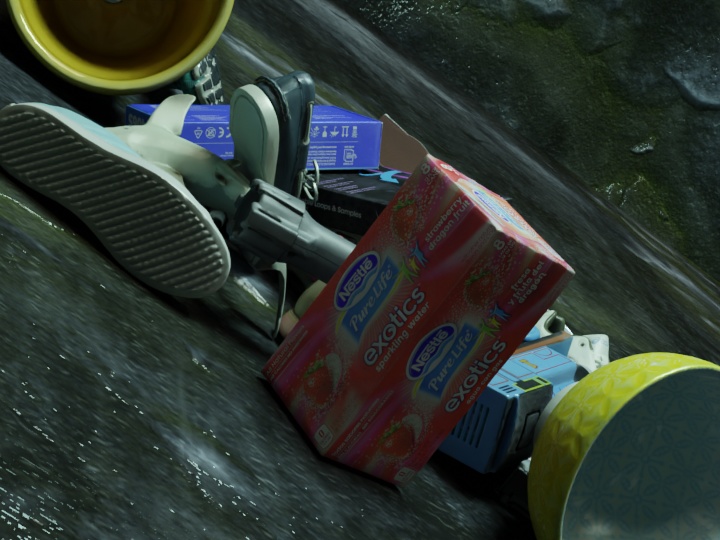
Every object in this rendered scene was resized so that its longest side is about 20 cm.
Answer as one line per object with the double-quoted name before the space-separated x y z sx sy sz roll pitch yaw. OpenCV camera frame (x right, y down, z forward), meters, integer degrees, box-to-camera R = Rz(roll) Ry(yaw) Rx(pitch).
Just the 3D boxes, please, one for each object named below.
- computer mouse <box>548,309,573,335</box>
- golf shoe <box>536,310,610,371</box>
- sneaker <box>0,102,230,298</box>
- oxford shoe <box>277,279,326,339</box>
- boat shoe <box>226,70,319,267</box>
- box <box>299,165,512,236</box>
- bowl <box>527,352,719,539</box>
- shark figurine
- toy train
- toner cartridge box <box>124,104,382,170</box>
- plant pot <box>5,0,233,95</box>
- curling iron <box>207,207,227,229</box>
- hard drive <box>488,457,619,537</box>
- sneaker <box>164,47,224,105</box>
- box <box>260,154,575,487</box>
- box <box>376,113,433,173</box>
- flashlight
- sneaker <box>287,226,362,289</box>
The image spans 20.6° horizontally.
"computer mouse" 0.146 0.042 1.968 0.200 0.110 0.044 49 41 14
"golf shoe" 0.199 0.100 1.785 0.200 0.097 0.078 38 -5 46
"sneaker" -0.169 -0.059 1.420 0.200 0.074 0.082 40 15 0
"oxford shoe" 0.013 0.046 1.569 0.071 0.074 0.200 41 11 25
"boat shoe" -0.070 -0.080 1.562 0.075 0.061 0.201 49 -29 32
"box" 0.008 -0.061 1.660 0.199 0.036 0.142 14 15 34
"bowl" 0.192 0.142 1.492 0.199 0.201 0.107 27 5 -43
"shark figurine" -0.124 -0.049 1.528 0.214 0.090 0.128 32 45 8
"toy train" 0.113 0.095 1.572 0.114 0.087 0.199 29 21 29
"toner cartridge box" -0.090 -0.112 1.665 0.198 0.044 0.095 -2 13 -29
"plant pot" -0.217 -0.255 1.760 0.200 0.201 0.189 36 -3 -10
"curling iron" -0.108 -0.057 1.705 0.049 0.026 0.200 36 12 1
"hard drive" 0.164 0.174 1.638 0.139 0.038 0.200 36 13 -10
"sneaker" -0.178 -0.193 1.912 0.200 0.079 0.078 -127 -157 -67
"box" 0.038 0.036 1.375 0.094 0.200 0.103 26 17 -44
"box" 0.051 -0.050 1.873 0.100 0.075 0.200 44 -11 28
"flashlight" -0.004 -0.001 1.460 0.199 0.068 0.068 29 48 -16
"sneaker" 0.000 0.000 1.660 0.199 0.082 0.088 19 18 38
